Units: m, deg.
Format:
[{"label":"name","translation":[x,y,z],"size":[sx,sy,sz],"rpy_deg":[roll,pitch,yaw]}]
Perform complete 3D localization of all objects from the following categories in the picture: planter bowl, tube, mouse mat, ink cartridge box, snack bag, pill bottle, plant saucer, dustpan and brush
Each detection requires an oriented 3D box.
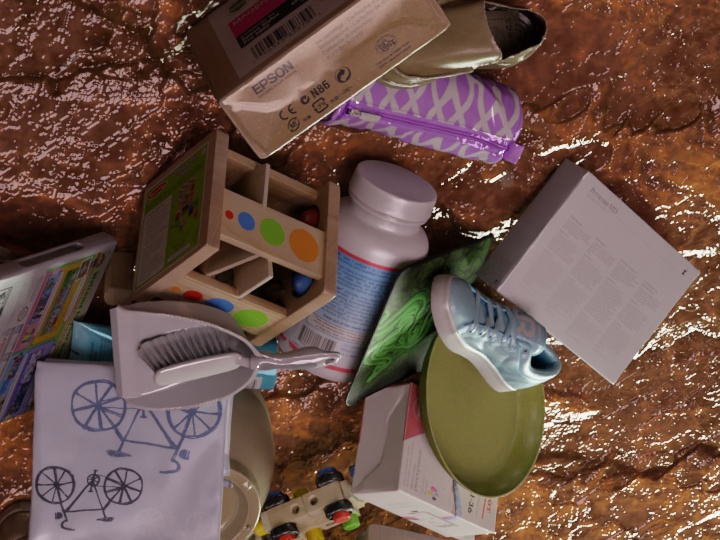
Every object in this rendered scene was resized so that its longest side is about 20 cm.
[{"label":"planter bowl","translation":[-0.172,0.205,1.747],"size":[0.200,0.135,0.201],"rpy_deg":[-9,122,-14]},{"label":"tube","translation":[-0.180,0.085,1.697],"size":[0.200,0.050,0.078],"rpy_deg":[4,123,-13]},{"label":"mouse mat","translation":[0.060,0.047,1.735],"size":[0.200,0.008,0.161],"rpy_deg":[-19,137,-56]},{"label":"ink cartridge box","translation":[0.085,0.204,1.827],"size":[0.067,0.117,0.200],"rpy_deg":[-11,151,39]},{"label":"snack bag","translation":[-0.214,0.185,1.646],"size":[0.188,0.021,0.200],"rpy_deg":[3,85,-6]},{"label":"pill bottle","translation":[0.000,0.000,1.698],"size":[0.109,0.109,0.200],"rpy_deg":[11,116,-25]},{"label":"ink cartridge box","translation":[-0.041,-0.208,1.521],"size":[0.200,0.165,0.075],"rpy_deg":[-36,123,3]},{"label":"plant saucer","translation":[0.120,0.133,1.805],"size":[0.031,0.200,0.200],"rpy_deg":[-8,138,41]},{"label":"dustpan and brush","translation":[-0.120,0.078,1.591],"size":[0.200,0.057,0.140],"rpy_deg":[-10,139,-13]}]

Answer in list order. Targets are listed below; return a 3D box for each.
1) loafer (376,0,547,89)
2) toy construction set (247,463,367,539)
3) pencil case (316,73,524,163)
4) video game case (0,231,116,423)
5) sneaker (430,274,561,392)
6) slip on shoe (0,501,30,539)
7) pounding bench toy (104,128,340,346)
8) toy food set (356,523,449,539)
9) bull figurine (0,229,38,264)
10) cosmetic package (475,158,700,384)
[{"label":"loafer","translation":[0.087,-0.214,1.590],"size":[0.200,0.067,0.076],"rpy_deg":[-16,86,-35]},{"label":"toy construction set","translation":[-0.044,0.254,1.837],"size":[0.200,0.092,0.131],"rpy_deg":[-37,152,4]},{"label":"pencil case","translation":[0.054,-0.154,1.636],"size":[0.200,0.086,0.084],"rpy_deg":[9,121,-25]},{"label":"video game case","translation":[-0.316,0.065,1.604],"size":[0.182,0.022,0.200],"rpy_deg":[-23,145,-59]},{"label":"sneaker","translation":[0.138,0.054,1.731],"size":[0.082,0.074,0.200],"rpy_deg":[-13,149,25]},{"label":"slip on shoe","translation":[-0.291,0.310,1.814],"size":[0.076,0.061,0.200],"rpy_deg":[-40,125,7]},{"label":"pounding bench toy","translation":[-0.128,-0.009,1.635],"size":[0.156,0.124,0.200],"rpy_deg":[23,142,-31]},{"label":"toy food set","translation":[0.006,0.337,1.906],"size":[0.143,0.061,0.200],"rpy_deg":[17,139,-34]},{"label":"bull figurine","translation":[-0.373,0.045,1.614],"size":[0.200,0.065,0.121],"rpy_deg":[-47,128,-1]},{"label":"cosmetic package","translation":[0.235,0.003,1.803],"size":[0.200,0.052,0.151],"rpy_deg":[38,93,-33]}]
